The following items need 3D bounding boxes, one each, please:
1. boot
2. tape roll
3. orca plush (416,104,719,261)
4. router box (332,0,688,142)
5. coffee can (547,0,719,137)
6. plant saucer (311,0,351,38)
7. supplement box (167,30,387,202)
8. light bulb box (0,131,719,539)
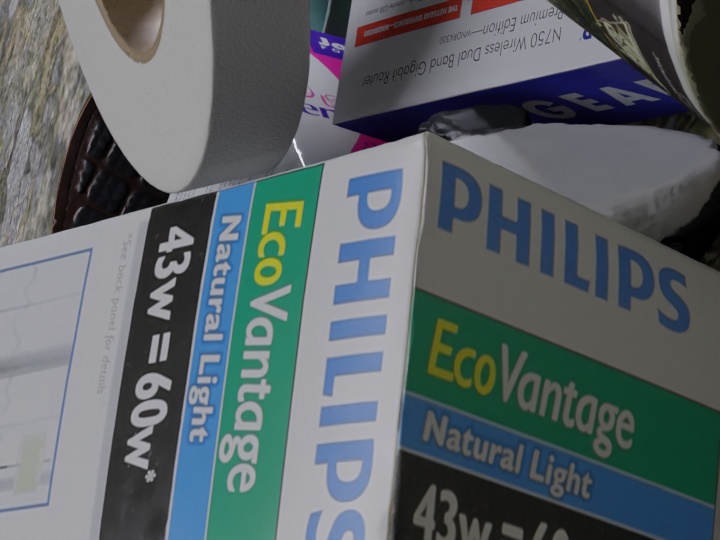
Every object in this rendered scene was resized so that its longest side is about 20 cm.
[{"bbox_3d":[-0.068,-0.079,1.119,0.201,0.074,0.097,-61,1,-2],"label":"boot"},{"bbox_3d":[-0.070,-0.127,0.898,0.203,0.037,0.204,165,90,-72],"label":"tape roll"},{"bbox_3d":[0.016,0.012,0.799,0.105,0.199,0.071,-131,27,-52],"label":"orca plush"},{"bbox_3d":[0.075,-0.138,0.844,0.200,0.049,0.181,-7,71,57],"label":"router box"},{"bbox_3d":[0.083,-0.129,0.655,0.200,0.146,0.147,45,121,48],"label":"coffee can"},{"bbox_3d":[-0.038,-0.044,1.141,0.200,0.036,0.201,-158,90,-77],"label":"plant saucer"},{"bbox_3d":[0.000,0.000,0.946,0.200,0.101,0.104,-115,42,-60],"label":"supplement box"},{"bbox_3d":[0.004,0.070,0.664,0.199,0.198,0.126,-12,64,43],"label":"light bulb box"}]
